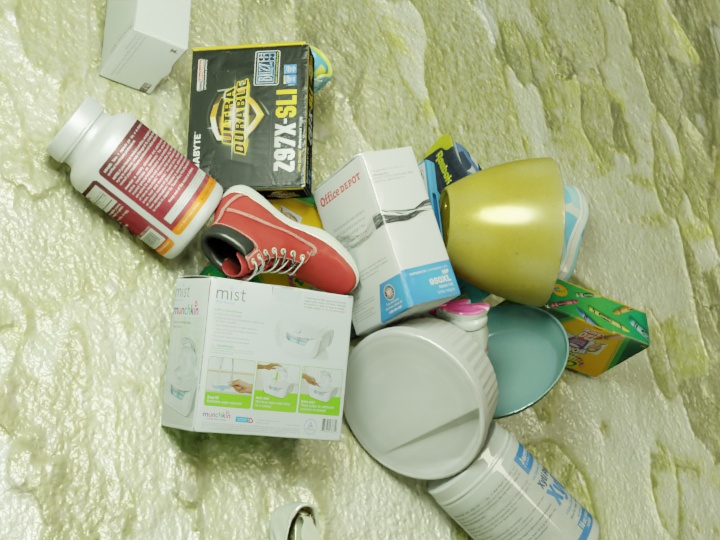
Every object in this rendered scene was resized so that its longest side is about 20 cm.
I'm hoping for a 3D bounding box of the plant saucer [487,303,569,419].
[{"bbox_3d":[0.188,0.130,1.778,0.036,0.199,0.201,62,35,-39],"label":"plant saucer"}]

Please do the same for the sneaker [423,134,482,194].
[{"bbox_3d":[0.153,-0.117,1.935,0.082,0.074,0.201,33,32,-33],"label":"sneaker"}]

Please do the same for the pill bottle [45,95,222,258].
[{"bbox_3d":[-0.274,-0.116,1.593,0.200,0.113,0.113,39,47,-13],"label":"pill bottle"}]

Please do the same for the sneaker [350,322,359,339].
[{"bbox_3d":[0.000,0.000,1.770,0.073,0.080,0.201,20,71,-18],"label":"sneaker"}]

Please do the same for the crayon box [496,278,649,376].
[{"bbox_3d":[0.304,0.082,1.911,0.199,0.119,0.059,20,54,-27],"label":"crayon box"}]

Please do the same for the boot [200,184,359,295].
[{"bbox_3d":[-0.097,-0.007,1.587,0.199,0.073,0.145,32,29,-10],"label":"boot"}]

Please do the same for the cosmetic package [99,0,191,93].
[{"bbox_3d":[-0.278,-0.348,1.733,0.081,0.113,0.201,20,51,-28],"label":"cosmetic package"}]

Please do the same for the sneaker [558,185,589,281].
[{"bbox_3d":[0.277,-0.079,2.025,0.130,0.079,0.201,33,48,-19],"label":"sneaker"}]

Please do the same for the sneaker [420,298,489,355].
[{"bbox_3d":[0.119,0.086,1.751,0.081,0.200,0.089,-4,93,-7],"label":"sneaker"}]

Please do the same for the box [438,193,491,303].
[{"bbox_3d":[0.107,-0.035,1.863,0.049,0.082,0.201,-31,85,-44],"label":"box"}]

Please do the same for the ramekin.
[{"bbox_3d":[0.081,0.153,1.658,0.203,0.202,0.094,52,34,0],"label":"ramekin"}]

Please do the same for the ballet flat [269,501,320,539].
[{"bbox_3d":[-0.070,0.356,1.500,0.069,0.069,0.201,15,56,-30],"label":"ballet flat"}]

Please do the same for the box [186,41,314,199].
[{"bbox_3d":[-0.141,-0.190,1.695,0.158,0.049,0.202,-1,74,8],"label":"box"}]

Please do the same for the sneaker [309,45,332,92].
[{"bbox_3d":[-0.113,-0.238,1.769,0.080,0.130,0.200,44,48,-7],"label":"sneaker"}]

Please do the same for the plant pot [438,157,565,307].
[{"bbox_3d":[0.178,-0.055,1.763,0.141,0.200,0.201,3,59,-8],"label":"plant pot"}]

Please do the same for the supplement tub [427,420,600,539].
[{"bbox_3d":[0.198,0.306,1.694,0.200,0.132,0.132,45,46,-8],"label":"supplement tub"}]

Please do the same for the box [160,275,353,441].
[{"bbox_3d":[-0.118,0.104,1.549,0.199,0.096,0.178,8,84,-34],"label":"box"}]

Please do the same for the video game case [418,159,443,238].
[{"bbox_3d":[0.055,-0.032,1.778,0.018,0.143,0.201,20,53,-38],"label":"video game case"}]

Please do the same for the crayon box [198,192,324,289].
[{"bbox_3d":[-0.111,-0.025,1.703,0.119,0.058,0.200,40,46,-11],"label":"crayon box"}]

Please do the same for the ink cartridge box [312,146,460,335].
[{"bbox_3d":[0.030,-0.037,1.661,0.084,0.144,0.201,-13,80,-31],"label":"ink cartridge box"}]
